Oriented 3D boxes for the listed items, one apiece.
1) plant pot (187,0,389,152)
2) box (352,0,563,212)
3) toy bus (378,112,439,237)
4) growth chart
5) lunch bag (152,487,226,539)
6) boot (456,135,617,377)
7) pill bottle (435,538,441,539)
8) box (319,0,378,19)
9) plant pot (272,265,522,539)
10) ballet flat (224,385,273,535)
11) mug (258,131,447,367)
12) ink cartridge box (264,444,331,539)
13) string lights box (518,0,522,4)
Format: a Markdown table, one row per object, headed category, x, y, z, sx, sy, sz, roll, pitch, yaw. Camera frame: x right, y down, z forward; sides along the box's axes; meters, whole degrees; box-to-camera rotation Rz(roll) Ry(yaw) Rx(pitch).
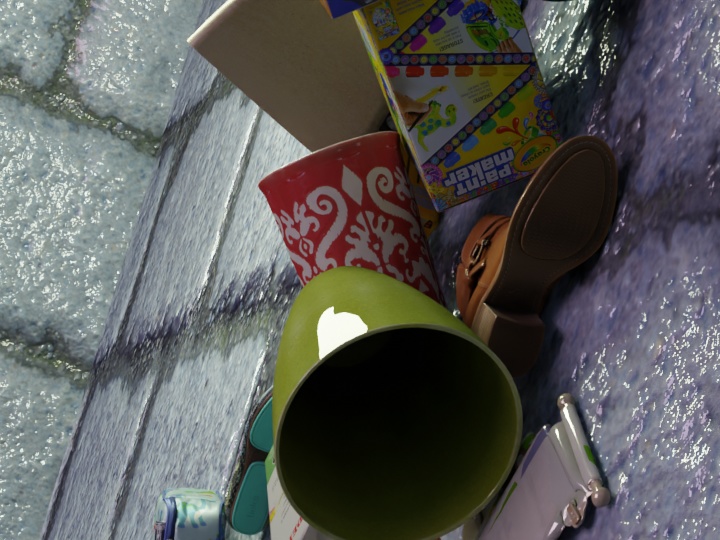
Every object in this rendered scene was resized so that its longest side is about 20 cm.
| category | x | y | z | sx | sy | sz | roll | pitch | yaw |
| --- | --- | --- | --- | --- | --- | --- | --- | --- | --- |
| plant pot | -0.034 | -0.234 | 1.649 | 0.177 | 0.199 | 0.200 | -48 | 9 | 8 |
| box | 0.071 | -0.188 | 1.417 | 0.200 | 0.121 | 0.194 | -110 | -1 | -65 |
| toy bus | 0.038 | -0.092 | 1.662 | 0.065 | 0.078 | 0.201 | -50 | 27 | 48 |
| growth chart | 0.116 | 0.185 | 1.209 | 0.145 | 0.018 | 0.201 | -96 | 29 | -56 |
| lunch bag | -0.198 | 0.333 | 1.897 | 0.200 | 0.082 | 0.162 | 172 | 101 | -82 |
| boot | 0.132 | -0.024 | 1.319 | 0.155 | 0.076 | 0.202 | -115 | 39 | -73 |
| pill bottle | -0.001 | 0.281 | 1.330 | 0.107 | 0.105 | 0.201 | -90 | 25 | -48 |
| box | 0.012 | -0.256 | 1.327 | 0.200 | 0.118 | 0.042 | -115 | 3 | -63 |
| plant pot | 0.008 | 0.082 | 1.290 | 0.188 | 0.186 | 0.200 | -65 | 21 | 18 |
| ballet flat | -0.100 | 0.192 | 1.822 | 0.201 | 0.074 | 0.074 | -65 | 17 | 16 |
| mug | 0.010 | -0.004 | 1.479 | 0.177 | 0.132 | 0.202 | 6 | -117 | -78 |
| ink cartridge box | -0.021 | 0.190 | 1.532 | 0.200 | 0.083 | 0.146 | -102 | 34 | -61 |
| string lights box | 0.127 | -0.292 | 1.627 | 0.103 | 0.059 | 0.202 | -137 | 67 | -73 |
